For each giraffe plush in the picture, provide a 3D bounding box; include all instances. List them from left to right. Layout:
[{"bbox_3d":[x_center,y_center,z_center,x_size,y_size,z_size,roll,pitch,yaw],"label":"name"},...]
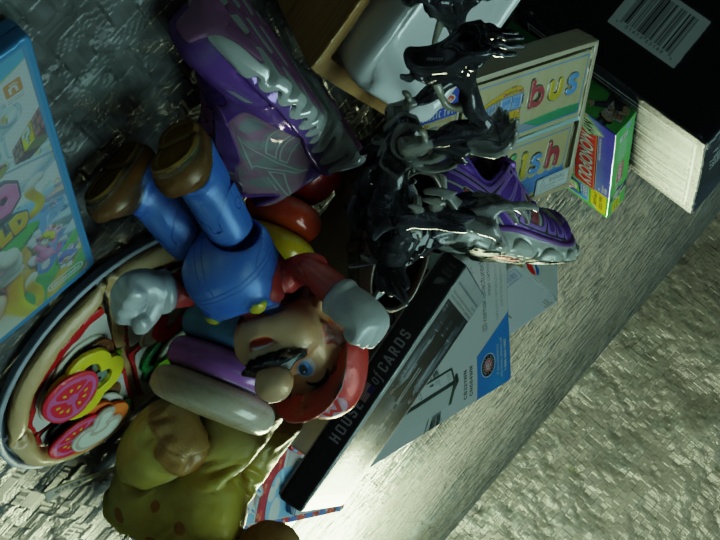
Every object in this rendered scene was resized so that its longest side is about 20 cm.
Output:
[{"bbox_3d":[-0.108,0.189,0.898,0.198,0.163,0.173,-29,160,-5],"label":"giraffe plush"}]

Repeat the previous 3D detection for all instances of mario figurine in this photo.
[{"bbox_3d":[-0.065,0.020,0.689,0.106,0.123,0.200,-48,120,-13],"label":"mario figurine"}]

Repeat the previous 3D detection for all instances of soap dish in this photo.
[{"bbox_3d":[0.045,-0.193,0.733,0.201,0.081,0.157,-53,162,9],"label":"soap dish"}]

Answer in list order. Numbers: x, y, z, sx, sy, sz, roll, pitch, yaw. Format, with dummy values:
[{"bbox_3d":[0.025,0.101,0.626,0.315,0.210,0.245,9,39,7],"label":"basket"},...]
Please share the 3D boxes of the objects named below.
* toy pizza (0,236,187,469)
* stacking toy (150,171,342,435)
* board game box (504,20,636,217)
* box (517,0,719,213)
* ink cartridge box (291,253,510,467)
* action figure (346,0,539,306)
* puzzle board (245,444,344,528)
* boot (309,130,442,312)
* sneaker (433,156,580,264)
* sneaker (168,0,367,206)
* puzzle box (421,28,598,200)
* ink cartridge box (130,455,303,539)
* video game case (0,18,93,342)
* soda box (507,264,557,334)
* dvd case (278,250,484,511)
[{"bbox_3d":[-0.157,0.059,0.823,0.200,0.032,0.201,-45,161,-19],"label":"toy pizza"},{"bbox_3d":[-0.064,0.000,0.808,0.085,0.084,0.203,58,51,-72],"label":"stacking toy"},{"bbox_3d":[0.180,-0.129,1.101,0.029,0.134,0.200,-47,161,-7],"label":"board game box"},{"bbox_3d":[0.251,-0.178,1.073,0.124,0.199,0.198,-49,163,-4],"label":"box"},{"bbox_3d":[0.030,0.061,1.036,0.199,0.084,0.148,-28,125,-34],"label":"ink cartridge box"},{"bbox_3d":[0.048,-0.059,0.691,0.100,0.120,0.202,4,134,-10],"label":"action figure"},{"bbox_3d":[-0.048,0.126,1.060,0.149,0.017,0.203,-1,109,-44],"label":"puzzle board"},{"bbox_3d":[0.000,0.000,0.839,0.146,0.069,0.203,-134,-126,-68],"label":"boot"},{"bbox_3d":[0.108,-0.048,0.912,0.199,0.080,0.085,9,85,-60],"label":"sneaker"},{"bbox_3d":[-0.065,-0.086,0.702,0.088,0.081,0.200,-32,160,7],"label":"sneaker"},{"bbox_3d":[0.099,-0.100,0.941,0.198,0.025,0.135,-23,133,-35],"label":"puzzle box"},{"bbox_3d":[-0.114,0.210,1.142,0.200,0.083,0.147,-44,161,-22],"label":"ink cartridge box"},{"bbox_3d":[-0.200,-0.013,0.596,0.143,0.018,0.201,-42,160,-23],"label":"video game case"},{"bbox_3d":[0.107,0.043,1.244,0.199,0.063,0.069,-38,-156,33],"label":"soda box"},{"bbox_3d":[0.021,0.086,0.901,0.201,0.025,0.150,-56,166,-2],"label":"dvd case"}]
